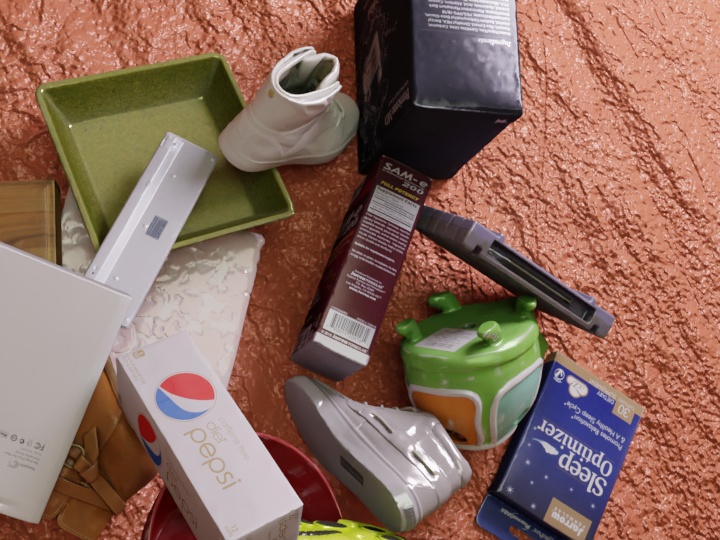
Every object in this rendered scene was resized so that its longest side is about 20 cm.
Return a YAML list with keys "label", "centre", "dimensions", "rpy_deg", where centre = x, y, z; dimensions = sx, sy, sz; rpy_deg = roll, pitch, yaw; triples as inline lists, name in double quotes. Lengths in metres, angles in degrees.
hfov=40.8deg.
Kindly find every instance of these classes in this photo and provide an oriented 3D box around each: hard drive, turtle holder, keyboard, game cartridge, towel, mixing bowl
- label: "hard drive"
  centre: [-0.286, 0.090, 0.789]
  dimensions: [0.130, 0.026, 0.203]
  rpy_deg: [23, 89, -19]
- label: "turtle holder"
  centre: [0.117, 0.094, 0.976]
  dimensions: [0.138, 0.186, 0.134]
  rpy_deg: [-6, 106, 14]
- label: "keyboard"
  centre: [-0.192, -0.041, 0.875]
  dimensions: [0.056, 0.011, 0.202]
  rpy_deg: [28, 58, -10]
- label: "game cartridge"
  centre: [0.151, -0.003, 0.979]
  dimensions: [0.198, 0.130, 0.039]
  rpy_deg: [31, 93, -26]
- label: "towel"
  centre: [-0.207, 0.029, 0.935]
  dimensions: [0.196, 0.032, 0.195]
  rpy_deg: [16, 74, -12]
- label: "mixing bowl"
  centre: [-0.118, 0.254, 0.853]
  dimensions: [0.197, 0.108, 0.204]
  rpy_deg: [15, 64, -32]

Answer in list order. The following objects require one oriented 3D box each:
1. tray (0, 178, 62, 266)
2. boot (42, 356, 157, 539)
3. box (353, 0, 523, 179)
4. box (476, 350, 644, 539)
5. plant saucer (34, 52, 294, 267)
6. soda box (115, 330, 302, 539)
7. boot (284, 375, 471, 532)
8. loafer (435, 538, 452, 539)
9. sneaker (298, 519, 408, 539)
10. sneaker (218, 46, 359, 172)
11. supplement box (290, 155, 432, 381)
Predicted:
- label: "tray"
  centre: [-0.375, -0.027, 0.878]
  dimensions: [0.196, 0.037, 0.101]
  rpy_deg: [-3, 78, -9]
- label: "boot"
  centre: [-0.264, 0.130, 0.848]
  dimensions: [0.199, 0.074, 0.156]
  rpy_deg: [38, 83, -9]
- label: "box"
  centre: [0.072, -0.221, 0.993]
  dimensions: [0.115, 0.197, 0.204]
  rpy_deg: [1, 76, -16]
- label: "box"
  centre: [0.213, 0.204, 1.022]
  dimensions: [0.120, 0.032, 0.202]
  rpy_deg: [31, 71, -8]
- label: "plant saucer"
  centre: [-0.191, -0.103, 0.941]
  dimensions: [0.197, 0.048, 0.202]
  rpy_deg: [-17, 70, -27]
- label: "soda box"
  centre: [-0.125, 0.143, 0.770]
  dimensions: [0.067, 0.064, 0.200]
  rpy_deg: [-20, 50, -29]
- label: "boot"
  centre: [0.016, 0.157, 0.921]
  dimensions: [0.094, 0.075, 0.200]
  rpy_deg: [-24, 48, -30]
- label: "loafer"
  centre: [0.131, 0.348, 0.938]
  dimensions: [0.201, 0.076, 0.067]
  rpy_deg: [49, 62, -1]
- label: "sneaker"
  centre: [-0.011, 0.262, 0.829]
  dimensions: [0.198, 0.074, 0.085]
  rpy_deg: [17, 87, -38]
- label: "sneaker"
  centre: [-0.040, -0.164, 0.952]
  dimensions: [0.074, 0.116, 0.199]
  rpy_deg: [51, 37, 7]
- label: "supplement box"
  centre: [0.000, 0.000, 0.964]
  dimensions: [0.060, 0.109, 0.203]
  rpy_deg: [24, 70, -9]
